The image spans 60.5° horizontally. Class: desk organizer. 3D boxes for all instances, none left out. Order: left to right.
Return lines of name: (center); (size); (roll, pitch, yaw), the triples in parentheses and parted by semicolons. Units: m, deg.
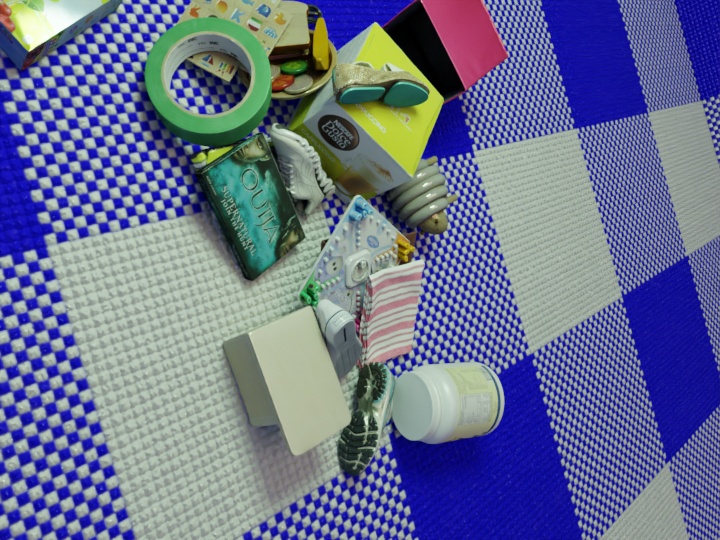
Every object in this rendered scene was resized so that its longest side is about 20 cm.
desk organizer: (0.015, -0.030, 1.167); (0.197, 0.071, 0.079); (-20, 129, -40)

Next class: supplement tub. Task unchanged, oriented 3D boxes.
supplement tub: (0.169, 0.256, 1.206); (0.196, 0.143, 0.150); (3, 79, -38)

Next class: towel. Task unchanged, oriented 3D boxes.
towel: (0.060, 0.085, 1.166); (0.144, 0.030, 0.205); (-18, 125, -40)

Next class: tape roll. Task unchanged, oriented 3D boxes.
tape roll: (-0.240, -0.302, 0.990); (0.194, 0.048, 0.207); (2, 76, -7)

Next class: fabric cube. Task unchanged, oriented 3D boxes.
fabric cube: (0.156, -0.465, 1.309); (0.199, 0.198, 0.199); (-44, 107, -37)

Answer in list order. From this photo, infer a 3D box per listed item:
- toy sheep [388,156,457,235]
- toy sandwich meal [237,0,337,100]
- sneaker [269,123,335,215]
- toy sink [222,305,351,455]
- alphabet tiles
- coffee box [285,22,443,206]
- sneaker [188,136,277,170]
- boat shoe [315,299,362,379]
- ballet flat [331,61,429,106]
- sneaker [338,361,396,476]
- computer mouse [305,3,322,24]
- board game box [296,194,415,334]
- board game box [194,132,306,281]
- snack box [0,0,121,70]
toy sheep: (0.118, -0.165, 1.265); (0.136, 0.138, 0.203); (-26, 83, -38)
toy sandwich meal: (-0.131, -0.389, 1.086); (0.199, 0.071, 0.210); (-1, 57, 2)
sneaker: (-0.109, -0.171, 1.074); (0.081, 0.075, 0.201); (-49, 146, -11)
toy sink: (-0.121, 0.183, 1.010); (0.129, 0.111, 0.205); (-22, 90, -39)
alphabet tiles: (-0.217, -0.421, 1.054); (0.163, 0.006, 0.203); (27, 73, 2)
coffee box: (0.003, -0.280, 1.146); (0.199, 0.196, 0.203); (38, 60, -26)
sneaker: (-0.198, -0.180, 1.058); (0.197, 0.073, 0.083); (-23, 112, -38)
boat shoe: (-0.041, 0.116, 1.069); (0.073, 0.202, 0.067); (-32, 61, -25)
ballet flat: (0.034, -0.312, 1.013); (0.196, 0.070, 0.067); (-8, 72, -41)
sneaker: (0.025, 0.277, 1.132); (0.086, 0.076, 0.205); (36, 69, -54)
computer mouse: (-0.151, -0.499, 1.178); (0.197, 0.034, 0.060); (-5, 68, -44)
board game box: (0.000, 0.000, 1.094); (0.203, 0.026, 0.199); (-59, 141, -3)
board game box: (-0.176, -0.105, 1.028); (0.135, 0.028, 0.204); (-41, 125, -30)
snack box: (-0.464, -0.417, 0.881); (0.169, 0.067, 0.202); (49, 54, -20)
